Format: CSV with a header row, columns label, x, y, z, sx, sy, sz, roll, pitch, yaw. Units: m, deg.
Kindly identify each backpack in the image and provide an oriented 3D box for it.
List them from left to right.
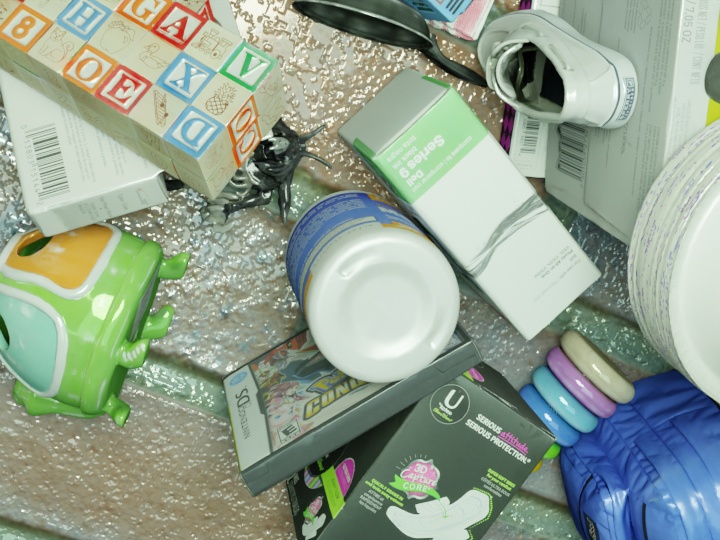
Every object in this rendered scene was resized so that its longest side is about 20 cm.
label,x,y,z,sx,sy,sz,roll,pitch,yaw
backpack,0.284,0.213,0.907,0.166,0.200,0.164,-24,110,-4

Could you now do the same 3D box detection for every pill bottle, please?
label,x,y,z,sx,sy,sz,roll,pitch,yaw
pill bottle,0.000,0.000,0.785,0.111,0.200,0.114,-3,107,-10

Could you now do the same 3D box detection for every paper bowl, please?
label,x,y,z,sx,sy,sz,roll,pitch,yaw
paper bowl,0.283,-0.001,0.650,0.198,0.104,0.203,-4,111,-11

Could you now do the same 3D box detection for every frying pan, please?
label,x,y,z,sx,sy,sz,roll,pitch,yaw
frying pan,0.038,-0.186,0.786,0.188,0.115,0.031,14,94,-16

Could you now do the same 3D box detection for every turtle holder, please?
label,x,y,z,sx,sy,sz,roll,pitch,yaw
turtle holder,-0.223,0.039,0.798,0.130,0.186,0.142,21,67,-6

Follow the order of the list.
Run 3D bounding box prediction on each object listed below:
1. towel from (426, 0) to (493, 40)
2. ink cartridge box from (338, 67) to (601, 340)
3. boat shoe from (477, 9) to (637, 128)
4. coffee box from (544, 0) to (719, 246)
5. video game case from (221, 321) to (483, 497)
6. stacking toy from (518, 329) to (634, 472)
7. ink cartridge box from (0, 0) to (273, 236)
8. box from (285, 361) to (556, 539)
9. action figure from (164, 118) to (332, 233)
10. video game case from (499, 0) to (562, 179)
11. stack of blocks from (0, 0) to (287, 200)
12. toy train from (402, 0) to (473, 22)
label,x,y,z,sx,sy,sz,roll,pitch,yaw
towel,0.038,-0.291,0.800,0.198,0.030,0.148,23,99,-17
ink cartridge box,0.085,-0.056,0.815,0.084,0.146,0.200,-42,109,2
boat shoe,0.129,-0.157,0.764,0.065,0.200,0.075,-4,110,-21
coffee box,0.274,-0.134,0.766,0.195,0.200,0.202,-2,109,-12
video game case,-0.017,0.081,0.815,0.199,0.181,0.026,-30,111,-2
stacking toy,0.158,0.153,0.932,0.085,0.086,0.200,38,101,-19
ink cartridge box,-0.170,-0.143,0.729,0.174,0.045,0.202,-17,68,-5
box,0.044,0.163,0.868,0.124,0.149,0.201,34,97,-17
action figure,-0.117,-0.087,0.789,0.197,0.102,0.121,-9,96,-8
video game case,0.218,-0.176,0.867,0.179,0.036,0.203,2,106,-13
stack of blocks,-0.147,-0.151,0.675,0.199,0.059,0.116,32,72,14
toy train,0.076,-0.289,0.756,0.114,0.087,0.201,36,91,-26
